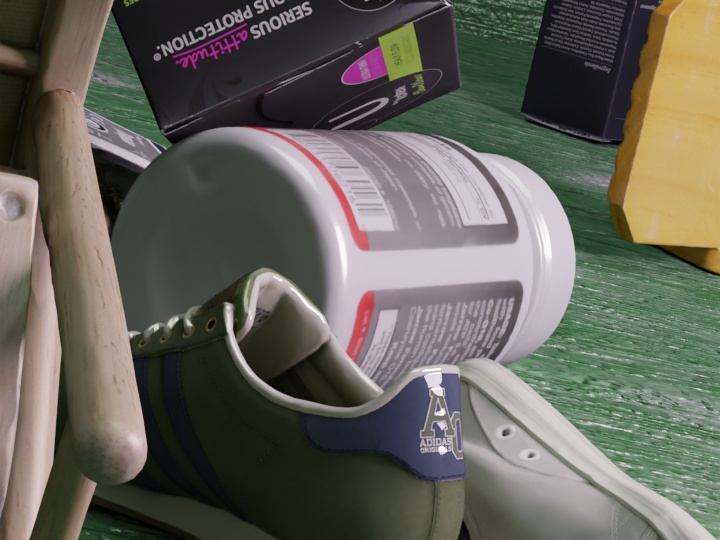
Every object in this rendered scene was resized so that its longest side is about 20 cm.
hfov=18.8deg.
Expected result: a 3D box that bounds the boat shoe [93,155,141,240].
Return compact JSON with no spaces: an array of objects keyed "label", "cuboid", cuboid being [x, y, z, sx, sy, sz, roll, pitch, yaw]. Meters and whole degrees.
[{"label":"boat shoe","cuboid":[-0.091,-0.009,0.927,0.066,0.075,0.199,13,10,29]}]

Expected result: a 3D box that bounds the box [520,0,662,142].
[{"label":"box","cuboid":[0.253,-0.227,2.078,0.104,0.202,0.147,21,13,37]}]

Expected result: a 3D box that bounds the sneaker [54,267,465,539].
[{"label":"sneaker","cuboid":[-0.042,0.040,0.698,0.199,0.091,0.067,22,15,38]}]

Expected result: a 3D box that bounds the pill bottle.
[{"label":"pill bottle","cuboid":[0.000,0.000,0.887,0.113,0.115,0.199,20,12,31]}]

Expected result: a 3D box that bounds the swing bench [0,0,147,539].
[{"label":"swing bench","cuboid":[-0.158,-0.007,0.497,0.197,0.130,0.201,11,40,-17]}]

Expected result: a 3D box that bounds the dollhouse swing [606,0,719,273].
[{"label":"dollhouse swing","cuboid":[0.211,-0.115,1.476,0.174,0.202,0.182,6,13,-29]}]

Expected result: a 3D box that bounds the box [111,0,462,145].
[{"label":"box","cuboid":[-0.052,-0.155,0.891,0.123,0.202,0.149,-23,-9,2]}]

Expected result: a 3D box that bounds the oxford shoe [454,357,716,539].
[{"label":"oxford shoe","cuboid":[0.072,0.096,0.668,0.058,0.076,0.200,-35,41,-15]}]

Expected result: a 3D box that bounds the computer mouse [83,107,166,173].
[{"label":"computer mouse","cuboid":[-0.115,-0.042,1.082,0.199,0.044,0.110,26,12,-20]}]
